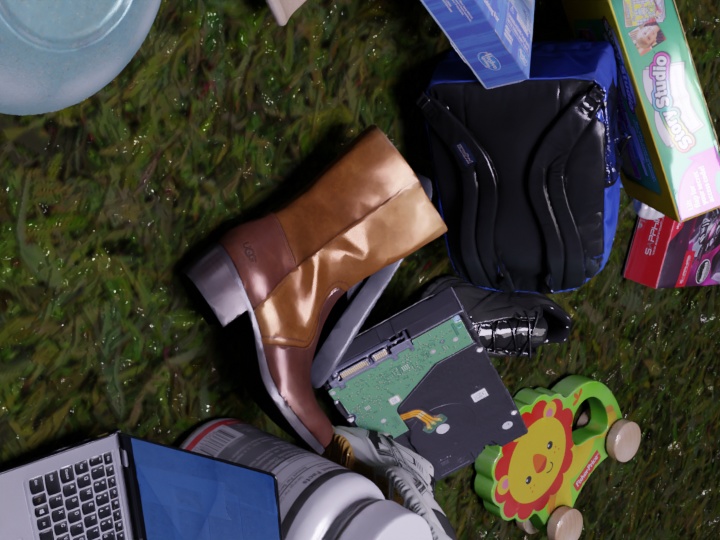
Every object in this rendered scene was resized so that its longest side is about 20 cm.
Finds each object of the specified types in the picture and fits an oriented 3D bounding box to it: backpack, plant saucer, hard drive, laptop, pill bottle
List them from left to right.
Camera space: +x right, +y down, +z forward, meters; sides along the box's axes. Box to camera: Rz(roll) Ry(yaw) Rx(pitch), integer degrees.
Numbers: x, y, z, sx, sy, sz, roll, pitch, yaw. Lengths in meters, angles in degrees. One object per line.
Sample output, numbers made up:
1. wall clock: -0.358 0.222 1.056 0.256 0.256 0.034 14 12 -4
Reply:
1. plant saucer: -0.185 -0.188 0.720 0.200 0.038 0.204 -23 124 -39
2. laptop: -0.164 0.224 0.845 0.198 0.116 0.190 -17 120 -26
3. pill bottle: -0.050 0.196 0.916 0.113 0.198 0.116 -23 122 -45
4. hard drive: 0.059 0.114 1.084 0.139 0.038 0.201 -29 135 4
5. backpack: 0.154 -0.091 1.038 0.168 0.160 0.203 -51 138 -55

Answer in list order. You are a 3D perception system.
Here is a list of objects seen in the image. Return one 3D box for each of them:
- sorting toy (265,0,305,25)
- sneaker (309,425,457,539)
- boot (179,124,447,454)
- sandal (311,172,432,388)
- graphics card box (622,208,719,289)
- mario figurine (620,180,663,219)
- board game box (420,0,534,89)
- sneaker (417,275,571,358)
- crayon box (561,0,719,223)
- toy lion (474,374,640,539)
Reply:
1. sorting toy: -0.037 -0.303 0.838 0.201 0.036 0.186 -51 138 -25
2. sneaker: 0.037 0.182 0.982 0.087 0.200 0.077 3 113 -33
3. boot: -0.016 0.017 0.938 0.199 0.068 0.190 -36 101 -19
4. sandal: 0.000 0.000 0.992 0.043 0.076 0.202 33 78 -8
5. graphics card box: 0.390 -0.047 1.411 0.199 0.051 0.127 -1 108 -48
6. mario figurine: 0.256 -0.123 1.186 0.123 0.105 0.202 35 82 -47
7. board game box: 0.078 -0.276 0.899 0.200 0.043 0.202 41 48 -50
8. sneaker: 0.124 0.049 1.131 0.198 0.090 0.077 -14 120 -42
9. crayon box: 0.251 -0.158 1.065 0.058 0.173 0.202 -21 102 1
10. toy lion: 0.208 0.195 1.323 0.200 0.068 0.193 -49 129 -20
